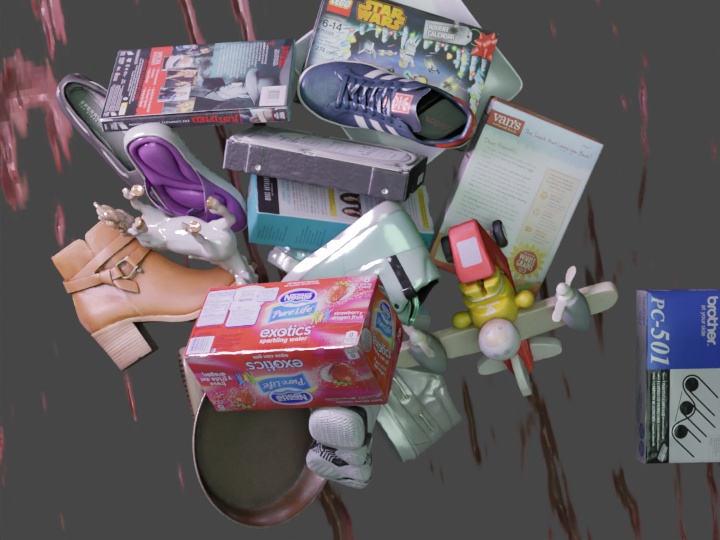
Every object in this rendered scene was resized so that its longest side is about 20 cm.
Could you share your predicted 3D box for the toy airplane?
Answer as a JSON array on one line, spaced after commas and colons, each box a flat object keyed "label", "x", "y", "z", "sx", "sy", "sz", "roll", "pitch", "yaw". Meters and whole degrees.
[{"label": "toy airplane", "x": 0.151, "y": 0.060, "z": 1.653, "sx": 0.199, "sy": 0.141, "sz": 0.200, "roll": 23, "pitch": 118, "yaw": -10}]

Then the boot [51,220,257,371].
[{"label": "boot", "x": -0.230, "y": -0.002, "z": 1.694, "sx": 0.200, "sy": 0.074, "sz": 0.155, "roll": -33, "pitch": 89, "yaw": -9}]

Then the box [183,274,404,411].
[{"label": "box", "x": -0.066, "y": 0.076, "z": 1.567, "sx": 0.200, "sy": 0.100, "sz": 0.096, "roll": -5, "pitch": 135, "yaw": 23}]

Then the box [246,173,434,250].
[{"label": "box", "x": -0.023, "y": -0.062, "z": 1.682, "sx": 0.200, "sy": 0.082, "sz": 0.049, "roll": 7, "pitch": 133, "yaw": -13}]

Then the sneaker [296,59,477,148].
[{"label": "sneaker", "x": 0.032, "y": -0.180, "z": 1.629, "sx": 0.200, "sy": 0.085, "sz": 0.075, "roll": 12, "pitch": 93, "yaw": -6}]

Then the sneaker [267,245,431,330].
[{"label": "sneaker", "x": 0.000, "y": 0.000, "z": 1.713, "sx": 0.200, "sy": 0.074, "sz": 0.082, "roll": 26, "pitch": 93, "yaw": -7}]

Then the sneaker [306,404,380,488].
[{"label": "sneaker", "x": -0.007, "y": 0.158, "z": 1.663, "sx": 0.075, "sy": 0.200, "sz": 0.115, "roll": 18, "pitch": 63, "yaw": 10}]

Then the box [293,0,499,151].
[{"label": "box", "x": 0.039, "y": -0.224, "z": 1.690, "sx": 0.200, "sy": 0.040, "sz": 0.137, "roll": 15, "pitch": 91, "yaw": -6}]

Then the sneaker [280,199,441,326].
[{"label": "sneaker", "x": -0.006, "y": 0.028, "z": 1.620, "sx": 0.200, "sy": 0.074, "sz": 0.118, "roll": -39, "pitch": 77, "yaw": 26}]

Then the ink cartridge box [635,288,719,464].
[{"label": "ink cartridge box", "x": 0.369, "y": 0.122, "z": 1.768, "sx": 0.094, "sy": 0.044, "sz": 0.200, "roll": -1, "pitch": 93, "yaw": -7}]

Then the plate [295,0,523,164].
[{"label": "plate", "x": 0.050, "y": -0.226, "z": 1.727, "sx": 0.200, "sy": 0.032, "sz": 0.200, "roll": -38, "pitch": 96, "yaw": -3}]

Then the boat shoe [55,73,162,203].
[{"label": "boat shoe", "x": -0.259, "y": -0.141, "z": 1.689, "sx": 0.200, "sy": 0.057, "sz": 0.067, "roll": 42, "pitch": 88, "yaw": -6}]

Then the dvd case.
[{"label": "dvd case", "x": -0.172, "y": -0.201, "z": 1.645, "sx": 0.200, "sy": 0.146, "sz": 0.022, "roll": -5, "pitch": 128, "yaw": 4}]

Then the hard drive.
[{"label": "hard drive", "x": -0.035, "y": -0.119, "z": 1.649, "sx": 0.200, "sy": 0.140, "sz": 0.038, "roll": 10, "pitch": 103, "yaw": 10}]

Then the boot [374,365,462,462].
[{"label": "boot", "x": 0.033, "y": 0.114, "z": 1.730, "sx": 0.096, "sy": 0.074, "sz": 0.200, "roll": -35, "pitch": 102, "yaw": -11}]

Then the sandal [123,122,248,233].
[{"label": "sandal", "x": -0.194, "y": -0.084, "z": 1.650, "sx": 0.082, "sy": 0.203, "sz": 0.050, "roll": -17, "pitch": 52, "yaw": 24}]

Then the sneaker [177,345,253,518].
[{"label": "sneaker", "x": -0.148, "y": 0.176, "z": 1.710, "sx": 0.075, "sy": 0.070, "sz": 0.200, "roll": -14, "pitch": 97, "yaw": -12}]

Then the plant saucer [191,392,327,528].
[{"label": "plant saucer", "x": -0.110, "y": 0.184, "z": 1.691, "sx": 0.200, "sy": 0.032, "sz": 0.200, "roll": 0, "pitch": 90, "yaw": -39}]

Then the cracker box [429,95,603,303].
[{"label": "cracker box", "x": 0.171, "y": -0.080, "z": 1.717, "sx": 0.134, "sy": 0.058, "sz": 0.200, "roll": 22, "pitch": 102, "yaw": -6}]

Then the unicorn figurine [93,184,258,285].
[{"label": "unicorn figurine", "x": -0.177, "y": -0.031, "z": 1.627, "sx": 0.200, "sy": 0.137, "sz": 0.074, "roll": 27, "pitch": 73, "yaw": 18}]
